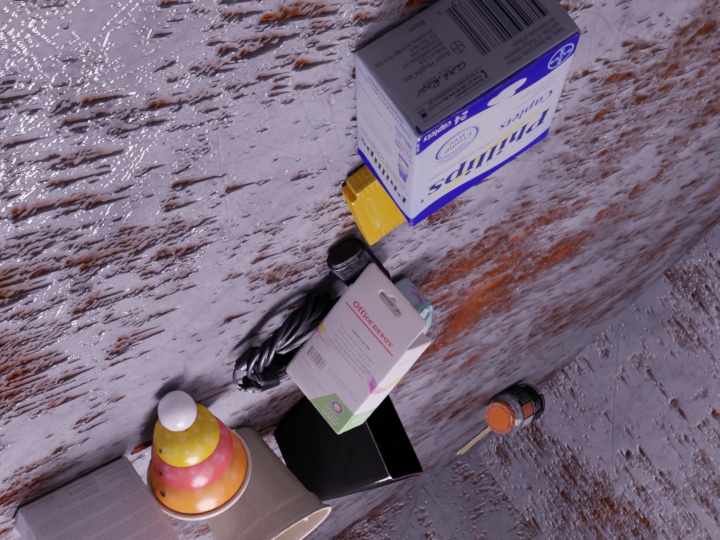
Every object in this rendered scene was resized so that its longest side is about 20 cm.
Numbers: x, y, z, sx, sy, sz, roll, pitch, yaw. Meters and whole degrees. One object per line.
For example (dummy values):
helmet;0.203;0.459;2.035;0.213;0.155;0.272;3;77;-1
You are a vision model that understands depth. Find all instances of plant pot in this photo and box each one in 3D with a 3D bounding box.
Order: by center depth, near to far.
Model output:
plant pot;-0.177;0.360;1.700;0.199;0.184;0.201;-33;162;-12
plant pot;-0.031;0.300;1.855;0.176;0.201;0.200;-29;165;15

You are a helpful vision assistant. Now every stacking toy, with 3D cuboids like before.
stacking toy;-0.227;0.218;1.397;0.145;0.146;0.201;-31;143;-19

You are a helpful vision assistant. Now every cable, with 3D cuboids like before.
cable;-0.083;0.088;1.430;0.164;0.051;0.199;-53;160;23

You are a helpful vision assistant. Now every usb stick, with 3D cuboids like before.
usb stick;0.000;0.000;1.379;0.055;0.033;0.200;-31;164;4

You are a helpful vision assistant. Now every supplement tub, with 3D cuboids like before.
supplement tub;0.472;0.426;3.281;0.199;0.123;0.123;-14;152;-51

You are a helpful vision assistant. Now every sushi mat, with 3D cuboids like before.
sushi mat;0.423;0.593;3.810;0.200;0.012;0.096;-41;164;11

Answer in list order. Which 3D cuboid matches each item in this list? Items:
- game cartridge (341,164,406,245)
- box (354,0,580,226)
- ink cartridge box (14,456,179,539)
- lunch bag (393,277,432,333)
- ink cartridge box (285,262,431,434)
game cartridge;0.074;-0.118;1.221;0.199;0.033;0.176;-38;163;-2
box;0.095;-0.164;1.016;0.183;0.105;0.200;-33;163;-10
ink cartridge box;-0.322;0.356;1.369;0.162;0.201;0.057;-23;156;-37
lunch bag;0.017;0.107;1.592;0.199;0.077;0.161;-40;166;-14
ink cartridge box;0.007;0.095;1.366;0.201;0.117;0.067;-51;159;25
